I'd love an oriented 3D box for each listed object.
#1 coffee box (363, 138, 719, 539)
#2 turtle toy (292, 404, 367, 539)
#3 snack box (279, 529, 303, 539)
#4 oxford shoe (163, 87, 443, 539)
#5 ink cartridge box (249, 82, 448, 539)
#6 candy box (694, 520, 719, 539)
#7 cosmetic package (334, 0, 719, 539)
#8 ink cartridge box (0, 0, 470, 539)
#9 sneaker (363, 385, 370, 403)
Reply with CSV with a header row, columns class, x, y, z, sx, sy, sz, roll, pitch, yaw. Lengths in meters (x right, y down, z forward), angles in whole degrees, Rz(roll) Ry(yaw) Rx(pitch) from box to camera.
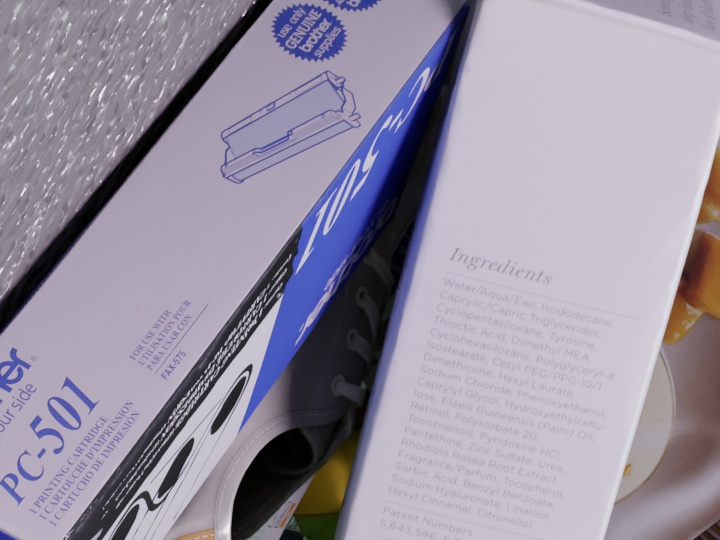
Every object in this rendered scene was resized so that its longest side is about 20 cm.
class,x,y,z,sx,sy,sz,roll,pitch,yaw
coffee box,0.107,0.005,0.854,0.200,0.114,0.080,-41,171,34
turtle toy,0.029,0.121,1.011,0.200,0.101,0.146,-14,99,-75
snack box,-0.053,0.206,1.025,0.116,0.037,0.200,106,-9,-57
oxford shoe,-0.019,0.019,0.814,0.200,0.058,0.075,-57,167,-35
ink cartridge box,0.000,0.000,0.926,0.200,0.037,0.095,-58,170,-1
candy box,0.143,0.068,0.965,0.061,0.136,0.200,-6,105,-28
cosmetic package,0.045,0.011,0.773,0.102,0.074,0.200,-77,-177,-69
ink cartridge box,-0.045,0.013,0.690,0.200,0.044,0.094,-55,170,-38
sneaker,0.046,0.009,1.068,0.085,0.078,0.200,-65,171,9
